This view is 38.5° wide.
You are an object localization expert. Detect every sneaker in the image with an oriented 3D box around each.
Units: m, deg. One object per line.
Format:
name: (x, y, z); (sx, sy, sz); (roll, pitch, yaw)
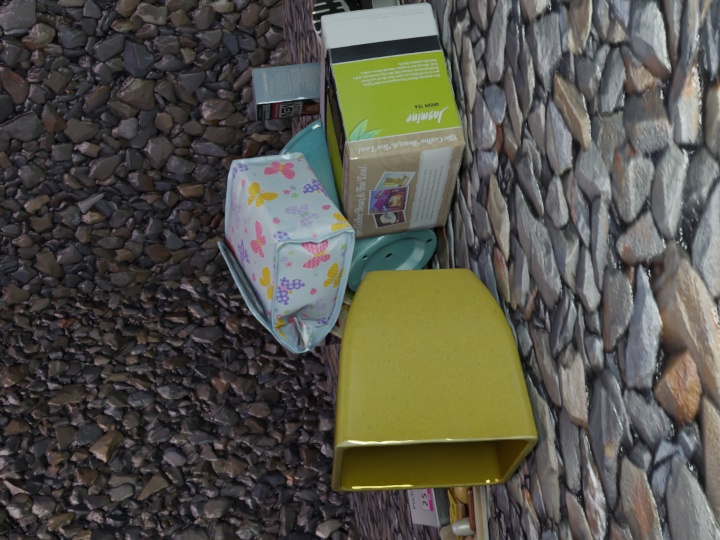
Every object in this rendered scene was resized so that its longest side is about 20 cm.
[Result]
sneaker: (-0.026, -0.306, 1.470); (0.080, 0.073, 0.201); (92, 169, -64)

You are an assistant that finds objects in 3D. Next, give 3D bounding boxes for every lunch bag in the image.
lunch bag: (-0.099, -0.015, 1.277); (0.170, 0.126, 0.201); (58, 150, 39)

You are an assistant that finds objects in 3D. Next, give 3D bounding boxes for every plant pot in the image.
plant pot: (0.004, -0.081, 1.382); (0.201, 0.199, 0.189); (91, 153, -55)
plant pot: (0.062, 0.110, 1.085); (0.194, 0.194, 0.201); (96, 170, -65)

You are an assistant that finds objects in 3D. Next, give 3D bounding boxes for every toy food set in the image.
toy food set: (0.118, 0.291, 1.342); (0.144, 0.060, 0.201); (-119, 22, -71)

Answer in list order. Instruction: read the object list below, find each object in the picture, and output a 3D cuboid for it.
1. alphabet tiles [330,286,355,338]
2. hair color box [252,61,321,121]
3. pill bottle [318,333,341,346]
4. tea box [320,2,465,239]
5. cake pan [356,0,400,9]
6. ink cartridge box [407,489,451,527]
alphabet tiles: (0.000, 0.026, 1.405); (0.200, 0.166, 0.006); (-50, -17, -48)
hair color box: (-0.072, -0.291, 1.655); (0.099, 0.198, 0.061); (130, 132, -81)
pill bottle: (-0.037, 0.072, 1.798); (0.112, 0.198, 0.113); (172, 90, -84)
tea box: (0.030, -0.170, 1.218); (0.200, 0.133, 0.198); (96, 165, -66)
cake pan: (0.024, -0.356, 1.463); (0.200, 0.036, 0.202); (172, 90, -83)
ink cartridge box: (0.080, 0.273, 1.533); (0.173, 0.043, 0.202); (157, 105, -65)
